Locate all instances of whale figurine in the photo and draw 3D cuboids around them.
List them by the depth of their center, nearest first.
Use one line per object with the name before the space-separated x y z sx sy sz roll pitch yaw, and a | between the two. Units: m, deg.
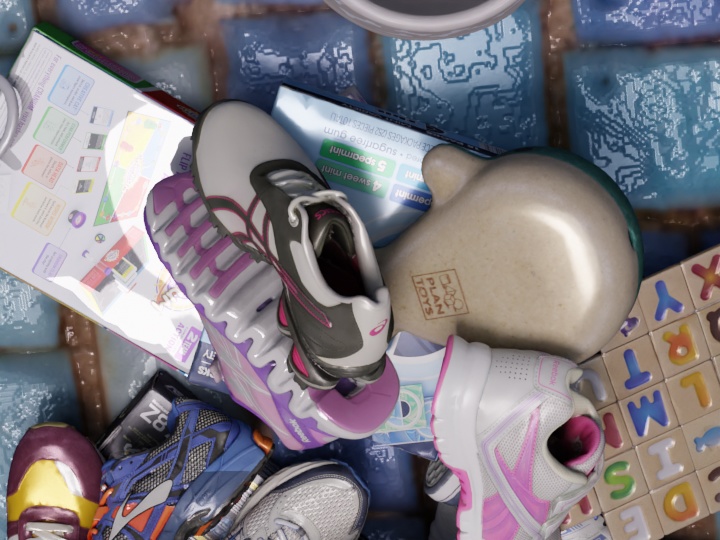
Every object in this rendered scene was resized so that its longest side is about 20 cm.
whale figurine | 0.075 -0.005 1.152 0.199 0.104 0.160 -13 105 29

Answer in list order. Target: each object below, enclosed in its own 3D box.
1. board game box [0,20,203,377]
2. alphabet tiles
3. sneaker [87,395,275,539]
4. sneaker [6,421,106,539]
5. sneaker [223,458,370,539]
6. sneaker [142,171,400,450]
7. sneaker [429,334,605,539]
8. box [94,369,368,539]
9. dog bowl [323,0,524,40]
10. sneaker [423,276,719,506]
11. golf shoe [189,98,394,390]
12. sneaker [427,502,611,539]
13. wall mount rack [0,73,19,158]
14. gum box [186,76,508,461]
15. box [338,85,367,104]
board game box | -0.158 -0.045 1.248 0.199 0.040 0.153 31 102 -6
alphabet tiles | 0.196 0.083 1.209 0.199 0.008 0.168 -23 108 -7
sneaker | -0.144 0.160 1.212 0.078 0.075 0.200 40 62 6
sneaker | -0.196 0.200 1.236 0.075 0.090 0.201 -1 105 4
sneaker | -0.071 0.204 1.236 0.200 0.085 0.077 -42 100 9
sneaker | -0.068 0.033 1.164 0.200 0.080 0.088 50 144 5
sneaker | 0.102 0.119 1.125 0.088 0.082 0.200 2 141 18
box | -0.113 0.191 1.302 0.200 0.049 0.161 39 104 -7
dog bowl | 0.042 -0.239 1.188 0.199 0.059 0.201 0 103 2
sneaker | 0.150 0.107 1.243 0.146 0.077 0.202 44 83 -10
golf shoe | -0.032 -0.030 1.106 0.077 0.088 0.200 -18 64 -27
sneaker | 0.147 0.178 1.280 0.199 0.075 0.089 10 103 -2
wall mount rack | -0.315 -0.079 1.219 0.200 0.074 0.174 -42 63 21
gum box | 0.000 0.000 1.213 0.169 0.045 0.201 17 103 -3
box | 0.038 -0.027 1.249 0.039 0.041 0.200 -35 100 9
